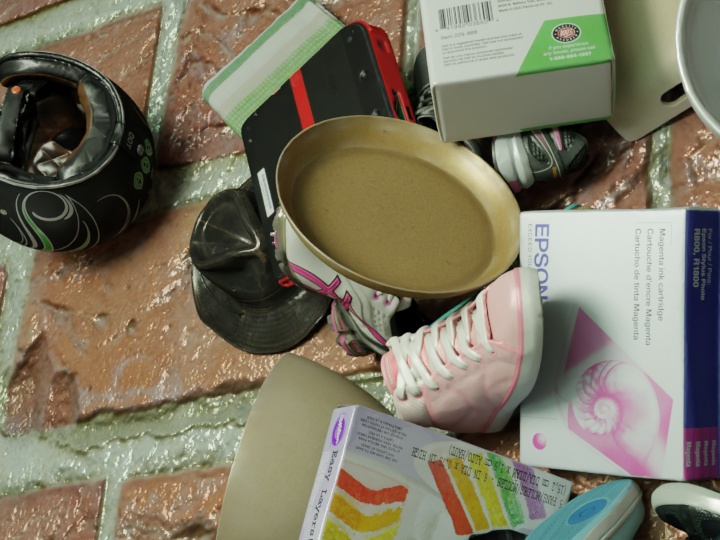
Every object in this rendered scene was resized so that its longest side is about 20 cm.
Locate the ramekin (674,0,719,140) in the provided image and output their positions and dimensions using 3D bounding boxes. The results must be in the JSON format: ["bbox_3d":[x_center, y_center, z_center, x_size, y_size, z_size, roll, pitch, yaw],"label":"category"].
[{"bbox_3d":[0.331,-0.161,1.210,0.199,0.105,0.202,-3,81,17],"label":"ramekin"}]

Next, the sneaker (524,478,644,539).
[{"bbox_3d":[0.163,0.252,1.203,0.200,0.131,0.079,-42,11,-33],"label":"sneaker"}]

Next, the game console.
[{"bbox_3d":[-0.027,-0.106,1.470,0.177,0.031,0.201,-41,45,28],"label":"game console"}]

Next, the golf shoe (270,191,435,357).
[{"bbox_3d":[0.000,0.000,1.373,0.092,0.200,0.073,0,55,32],"label":"golf shoe"}]

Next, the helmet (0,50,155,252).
[{"bbox_3d":[-0.304,-0.110,1.678,0.198,0.191,0.201,1,69,-3],"label":"helmet"}]

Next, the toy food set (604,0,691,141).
[{"bbox_3d":[0.254,-0.224,1.383,0.143,0.060,0.201,-33,49,37],"label":"toy food set"}]

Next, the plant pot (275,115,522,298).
[{"bbox_3d":[0.028,-0.046,1.305,0.028,0.199,0.201,109,146,-41],"label":"plant pot"}]

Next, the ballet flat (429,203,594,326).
[{"bbox_3d":[0.125,0.031,1.350,0.200,0.071,0.071,-42,48,15],"label":"ballet flat"}]

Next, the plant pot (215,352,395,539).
[{"bbox_3d":[-0.019,0.178,1.324,0.134,0.200,0.202,14,75,10],"label":"plant pot"}]

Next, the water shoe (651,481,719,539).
[{"bbox_3d":[0.271,0.204,1.135,0.199,0.071,0.079,18,83,43],"label":"water shoe"}]

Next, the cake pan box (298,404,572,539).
[{"bbox_3d":[0.050,0.216,1.236,0.052,0.199,0.185,-17,53,66],"label":"cake pan box"}]

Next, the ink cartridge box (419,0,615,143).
[{"bbox_3d":[0.122,-0.217,1.370,0.145,0.084,0.201,-8,59,6],"label":"ink cartridge box"}]

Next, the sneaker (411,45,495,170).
[{"bbox_3d":[0.079,-0.132,1.452,0.077,0.082,0.201,-33,52,22],"label":"sneaker"}]

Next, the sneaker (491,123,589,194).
[{"bbox_3d":[0.156,-0.153,1.420,0.086,0.080,0.201,-7,61,12],"label":"sneaker"}]

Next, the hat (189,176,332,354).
[{"bbox_3d":[-0.100,-0.026,1.545,0.200,0.081,0.202,-18,58,30],"label":"hat"}]

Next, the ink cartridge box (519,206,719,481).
[{"bbox_3d":[0.207,0.053,1.239,0.199,0.043,0.198,-1,90,40],"label":"ink cartridge box"}]

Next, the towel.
[{"bbox_3d":[-0.050,-0.166,1.595,0.149,0.031,0.200,-43,49,-3],"label":"towel"}]

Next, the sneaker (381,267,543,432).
[{"bbox_3d":[0.073,0.066,1.269,0.104,0.201,0.076,3,59,-9],"label":"sneaker"}]
